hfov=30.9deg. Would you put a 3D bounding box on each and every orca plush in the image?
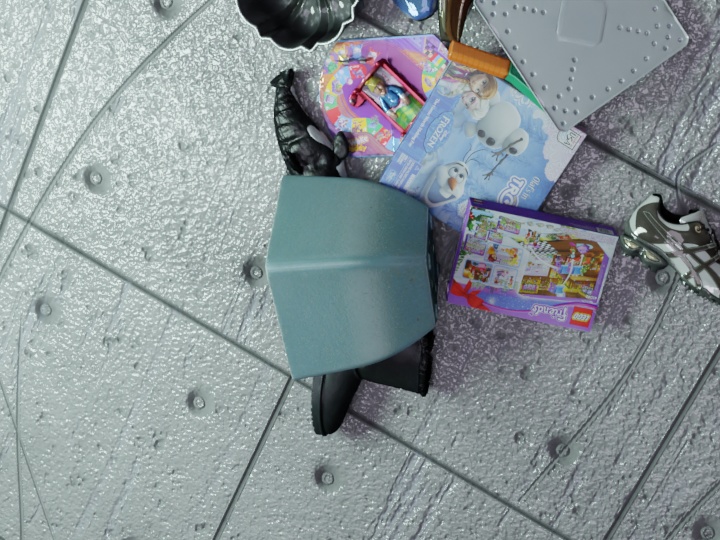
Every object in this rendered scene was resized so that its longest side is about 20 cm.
[{"bbox_3d":[-0.077,-0.169,1.743,0.104,0.071,0.203,-8,102,28],"label":"orca plush"}]

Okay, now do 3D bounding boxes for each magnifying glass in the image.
[{"bbox_3d":[0.204,-0.246,1.631,0.197,0.022,0.081,16,69,-8],"label":"magnifying glass"}]

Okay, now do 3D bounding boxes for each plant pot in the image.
[{"bbox_3d":[0.000,0.000,1.685,0.197,0.198,0.198,-5,129,9],"label":"plant pot"}]

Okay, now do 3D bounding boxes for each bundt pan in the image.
[{"bbox_3d":[-0.072,-0.389,1.681,0.199,0.076,0.205,9,113,23],"label":"bundt pan"}]

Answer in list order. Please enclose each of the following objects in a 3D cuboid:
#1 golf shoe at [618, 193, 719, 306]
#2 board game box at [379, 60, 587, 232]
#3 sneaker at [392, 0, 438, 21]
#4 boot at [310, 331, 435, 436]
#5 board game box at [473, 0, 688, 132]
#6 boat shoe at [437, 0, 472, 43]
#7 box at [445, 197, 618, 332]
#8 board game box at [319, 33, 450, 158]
[{"bbox_3d":[0.428,-0.023,1.637,0.198,0.078,0.095,28,109,7],"label":"golf shoe"},{"bbox_3d":[0.157,-0.149,1.686,0.197,0.043,0.201,30,110,-4],"label":"board game box"},{"bbox_3d":[0.040,-0.410,1.648,0.078,0.089,0.202,-21,99,20],"label":"sneaker"},{"bbox_3d":[0.017,0.145,1.803,0.160,0.073,0.201,7,105,11],"label":"boot"},{"bbox_3d":[0.271,-0.307,1.604,0.199,0.026,0.201,-35,92,-1],"label":"board game box"},{"bbox_3d":[0.138,-0.385,1.625,0.073,0.076,0.203,7,95,4],"label":"boat shoe"},{"bbox_3d":[0.220,-0.007,1.689,0.197,0.039,0.139,12,111,-4],"label":"box"},{"bbox_3d":[0.034,-0.227,1.720,0.197,0.039,0.161,0,103,17],"label":"board game box"}]
